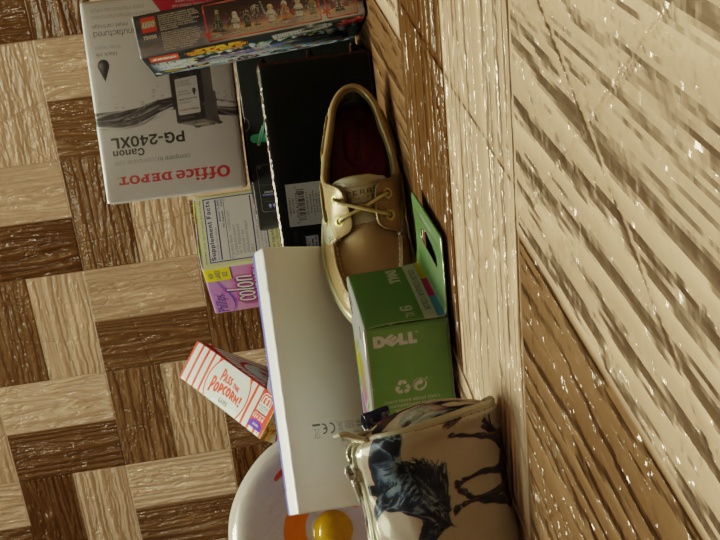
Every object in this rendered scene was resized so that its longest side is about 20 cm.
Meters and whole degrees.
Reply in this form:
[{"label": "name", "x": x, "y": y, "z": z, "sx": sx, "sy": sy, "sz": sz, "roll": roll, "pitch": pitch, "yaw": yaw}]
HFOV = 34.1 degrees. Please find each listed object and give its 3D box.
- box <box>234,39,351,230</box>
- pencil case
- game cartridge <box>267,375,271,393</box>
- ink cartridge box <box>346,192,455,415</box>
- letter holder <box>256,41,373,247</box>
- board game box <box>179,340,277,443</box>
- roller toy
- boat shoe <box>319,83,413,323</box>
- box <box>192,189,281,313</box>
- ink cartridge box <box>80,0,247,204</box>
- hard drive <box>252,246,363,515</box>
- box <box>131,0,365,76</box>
[{"label": "box", "x": -0.067, "y": -0.166, "z": 1.248, "sx": 0.149, "sy": 0.123, "sz": 0.202, "roll": -108, "pitch": 11, "yaw": -66}, {"label": "pencil case", "x": 0.043, "y": 0.170, "z": 0.613, "sx": 0.078, "sy": 0.088, "sz": 0.202, "roll": 151, "pitch": 110, "yaw": -85}, {"label": "game cartridge", "x": -0.022, "y": 0.114, "z": 1.119, "sx": 0.200, "sy": 0.132, "sz": 0.042, "roll": 159, "pitch": 130, "yaw": -85}, {"label": "ink cartridge box", "x": 0.028, "y": 0.060, "z": 0.805, "sx": 0.104, "sy": 0.059, "sz": 0.202, "roll": -108, "pitch": 11, "yaw": -69}, {"label": "letter holder", "x": -0.035, "y": -0.105, "z": 1.106, "sx": 0.142, "sy": 0.099, "sz": 0.202, "roll": -106, "pitch": 8, "yaw": -75}, {"label": "board game box", "x": -0.073, "y": 0.149, "z": 1.247, "sx": 0.151, "sy": 0.199, "sz": 0.047, "roll": 28, "pitch": 91, "yaw": 43}, {"label": "roller toy", "x": -0.030, "y": 0.233, "z": 1.061, "sx": 0.140, "sy": 0.198, "sz": 0.185, "roll": 108, "pitch": 159, "yaw": -79}, {"label": "boat shoe", "x": -0.001, "y": -0.053, "z": 0.903, "sx": 0.067, "sy": 0.073, "sz": 0.202, "roll": 78, "pitch": -178, "yaw": -62}, {"label": "box", "x": -0.102, "y": -0.030, "z": 1.494, "sx": 0.176, "sy": 0.198, "sz": 0.098, "roll": 96, "pitch": 166, "yaw": -71}, {"label": "ink cartridge box", "x": -0.197, "y": -0.173, "z": 1.192, "sx": 0.083, "sy": 0.144, "sz": 0.202, "roll": -141, "pitch": 44, "yaw": -79}, {"label": "hard drive", "x": -0.010, "y": 0.081, "z": 0.921, "sx": 0.025, "sy": 0.131, "sz": 0.202, "roll": -27, "pitch": 68, "yaw": 56}, {"label": "box", "x": -0.099, "y": -0.219, "z": 1.065, "sx": 0.137, "sy": 0.198, "sz": 0.040, "roll": -150, "pitch": 49, "yaw": -86}]
